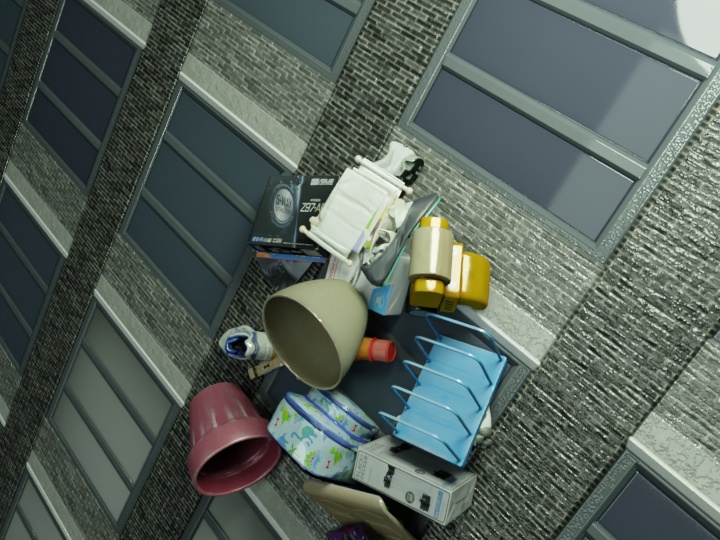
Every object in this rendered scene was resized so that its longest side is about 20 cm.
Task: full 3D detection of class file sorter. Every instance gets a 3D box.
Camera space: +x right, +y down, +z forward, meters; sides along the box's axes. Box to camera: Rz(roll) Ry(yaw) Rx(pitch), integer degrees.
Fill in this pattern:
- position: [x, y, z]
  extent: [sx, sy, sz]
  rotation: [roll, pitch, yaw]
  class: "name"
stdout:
- position: [0.138, 0.193, 1.035]
  extent: [0.137, 0.123, 0.202]
  rotation: [16, 67, 33]
  class: "file sorter"

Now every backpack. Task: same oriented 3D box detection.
- position: [-0.072, 0.304, 1.182]
  extent: [0.181, 0.200, 0.149]
  rotation: [31, 87, 32]
  class: "backpack"

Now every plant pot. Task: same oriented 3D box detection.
- position: [-0.292, 0.356, 1.352]
  extent: [0.201, 0.198, 0.180]
  rotation: [-53, 47, 21]
  class: "plant pot"

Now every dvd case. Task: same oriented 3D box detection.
- position: [-0.152, -0.059, 1.353]
  extent: [0.200, 0.016, 0.150]
  rotation: [-47, 64, 25]
  class: "dvd case"

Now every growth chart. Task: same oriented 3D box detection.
- position: [-0.006, -0.108, 1.153]
  extent: [0.144, 0.018, 0.201]
  rotation: [40, 103, 4]
  class: "growth chart"

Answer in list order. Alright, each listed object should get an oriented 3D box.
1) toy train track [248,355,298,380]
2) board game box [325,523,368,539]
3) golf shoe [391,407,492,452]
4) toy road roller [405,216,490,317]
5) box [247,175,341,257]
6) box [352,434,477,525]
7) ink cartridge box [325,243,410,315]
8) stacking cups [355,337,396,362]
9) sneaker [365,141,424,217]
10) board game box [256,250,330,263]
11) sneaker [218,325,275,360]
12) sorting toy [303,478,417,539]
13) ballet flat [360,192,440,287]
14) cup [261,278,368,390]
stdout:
- position: [-0.185, 0.198, 1.362]
  extent: [0.198, 0.032, 0.117]
  rotation: [-30, 73, 32]
  class: "toy train track"
- position: [0.011, 0.585, 1.177]
  extent: [0.203, 0.032, 0.120]
  rotation: [61, 148, 8]
  class: "board game box"
- position: [0.149, 0.267, 1.117]
  extent: [0.197, 0.077, 0.097]
  rotation: [-1, 68, 35]
  class: "golf shoe"
- position: [0.153, 0.004, 1.042]
  extent: [0.142, 0.201, 0.126]
  rotation: [5, 72, 4]
  class: "toy road roller"
- position: [-0.129, -0.114, 1.273]
  extent: [0.197, 0.043, 0.163]
  rotation: [6, 72, 36]
  class: "box"
- position: [0.096, 0.372, 1.115]
  extent: [0.197, 0.116, 0.062]
  rotation: [15, 98, 34]
  class: "box"
- position: [0.000, 0.000, 1.216]
  extent: [0.197, 0.066, 0.118]
  rotation: [22, 101, 33]
  class: "ink cartridge box"
- position: [-0.021, 0.149, 1.239]
  extent: [0.196, 0.060, 0.062]
  rotation: [-1, 89, 31]
  class: "stacking cups"
- position: [0.033, -0.157, 1.196]
  extent: [0.089, 0.074, 0.201]
  rotation: [44, 103, 27]
  class: "sneaker"
- position: [-0.144, -0.074, 1.326]
  extent: [0.197, 0.019, 0.106]
  rotation: [5, 90, 35]
  class: "board game box"
- position: [-0.272, 0.160, 1.377]
  extent: [0.198, 0.087, 0.077]
  rotation: [-5, 81, 46]
  class: "sneaker"
- position: [0.006, 0.459, 1.163]
  extent: [0.182, 0.202, 0.037]
  rotation: [1, 46, 34]
  class: "sorting toy"
- position: [0.065, -0.067, 1.101]
  extent: [0.073, 0.073, 0.202]
  rotation: [34, 91, 29]
  class: "ballet flat"
- position: [-0.066, 0.097, 1.153]
  extent: [0.198, 0.143, 0.204]
  rotation: [26, 134, 30]
  class: "cup"
